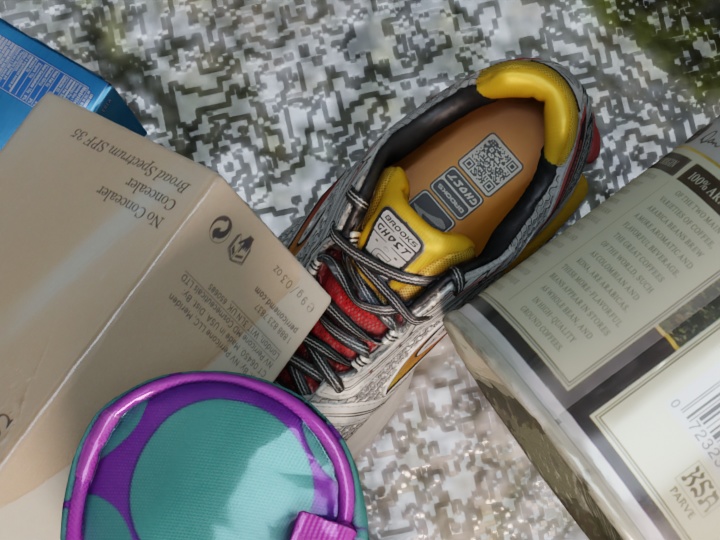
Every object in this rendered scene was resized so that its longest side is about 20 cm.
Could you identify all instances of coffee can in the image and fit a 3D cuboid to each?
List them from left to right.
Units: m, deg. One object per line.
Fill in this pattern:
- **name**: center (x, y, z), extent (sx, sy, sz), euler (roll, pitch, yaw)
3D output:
- **coffee can**: center (0.148, 0.013, 0.749), extent (0.200, 0.146, 0.146), euler (-36, 81, -3)

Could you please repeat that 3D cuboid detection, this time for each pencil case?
- **pencil case**: center (-0.027, 0.106, 0.716), extent (0.092, 0.200, 0.085), euler (31, 74, 22)

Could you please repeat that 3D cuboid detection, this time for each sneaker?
- **sneaker**: center (0.000, 0.000, 0.792), extent (0.078, 0.082, 0.200), euler (41, 86, 7)

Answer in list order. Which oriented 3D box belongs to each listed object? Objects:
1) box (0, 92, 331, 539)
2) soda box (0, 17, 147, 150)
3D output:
- **box**: center (-0.112, 0.054, 0.735), extent (0.095, 0.078, 0.200), euler (25, 74, 40)
- **soda box**: center (-0.156, 0.013, 0.804), extent (0.064, 0.068, 0.200), euler (31, 84, 10)
